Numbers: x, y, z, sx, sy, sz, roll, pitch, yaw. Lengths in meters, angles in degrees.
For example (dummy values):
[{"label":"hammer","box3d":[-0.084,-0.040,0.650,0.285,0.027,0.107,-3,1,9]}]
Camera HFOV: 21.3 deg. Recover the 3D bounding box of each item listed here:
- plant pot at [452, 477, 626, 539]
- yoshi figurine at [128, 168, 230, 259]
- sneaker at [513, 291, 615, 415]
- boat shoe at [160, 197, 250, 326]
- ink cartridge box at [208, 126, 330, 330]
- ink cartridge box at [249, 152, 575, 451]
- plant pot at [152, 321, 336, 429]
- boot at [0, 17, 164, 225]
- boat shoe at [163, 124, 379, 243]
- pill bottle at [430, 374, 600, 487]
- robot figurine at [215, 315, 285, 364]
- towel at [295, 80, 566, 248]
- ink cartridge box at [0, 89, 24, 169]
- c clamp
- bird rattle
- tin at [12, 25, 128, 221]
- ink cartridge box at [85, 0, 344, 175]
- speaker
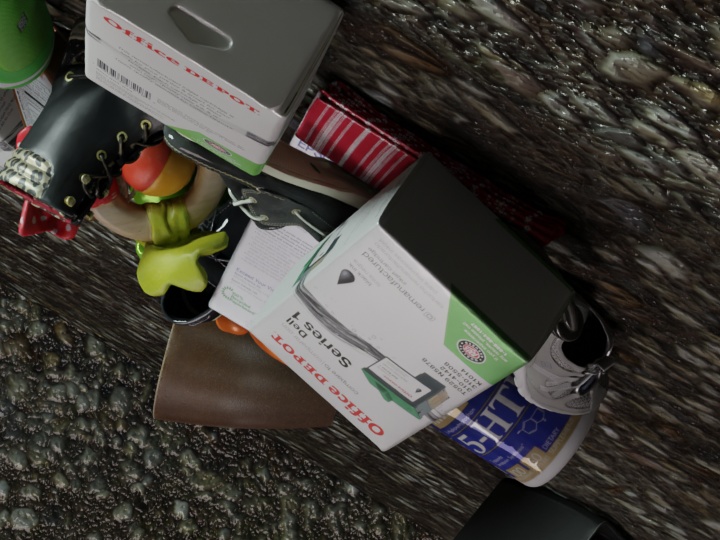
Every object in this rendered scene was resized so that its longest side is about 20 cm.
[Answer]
[{"label":"plant pot","box3d":[0.224,0.380,2.417,0.177,0.200,0.200,38,176,40]},{"label":"yoshi figurine","box3d":[-0.157,-0.059,1.734,0.111,0.113,0.200,4,151,39]},{"label":"sneaker","box3d":[0.166,0.070,1.517,0.082,0.075,0.200,25,166,31]},{"label":"boat shoe","box3d":[-0.117,-0.015,1.689,0.075,0.062,0.200,51,132,10]},{"label":"ink cartridge box","box3d":[0.000,0.000,1.541,0.199,0.041,0.201,31,125,2]},{"label":"ink cartridge box","box3d":[0.032,0.028,1.362,0.146,0.084,0.200,42,142,-7]},{"label":"plant pot","box3d":[-0.114,0.104,2.168,0.198,0.188,0.187,15,168,0]},{"label":"boot","box3d":[-0.173,-0.097,1.470,0.203,0.154,0.074,24,167,26]},{"label":"boat shoe","box3d":[-0.066,-0.060,1.413,0.199,0.068,0.072,25,-160,-34]},{"label":"pill bottle","box3d":[0.098,0.088,1.650,0.199,0.120,0.120,32,168,-9]},{"label":"robot figurine","box3d":[-0.047,0.034,1.780,0.117,0.144,0.200,44,174,-9]},{"label":"towel","box3d":[0.047,-0.066,1.385,0.199,0.023,0.145,32,168,-3]},{"label":"ink cartridge box","box3d":[-0.338,-0.150,1.829,0.200,0.084,0.145,39,166,-35]},{"label":"c clamp","box3d":[0.097,0.016,1.418,0.171,0.027,0.200,51,155,-20]},{"label":"bird rattle","box3d":[-0.189,-0.078,1.597,0.199,0.164,0.113,32,-169,-10]},{"label":"tin","box3d":[-0.256,-0.127,1.658,0.112,0.042,0.201,34,150,33]},{"label":"ink cartridge box","box3d":[-0.101,-0.149,1.252,0.145,0.084,0.200,31,169,-4]},{"label":"speaker","box3d":[-0.292,-0.209,1.470,0.088,0.089,0.200,28,168,10]}]
